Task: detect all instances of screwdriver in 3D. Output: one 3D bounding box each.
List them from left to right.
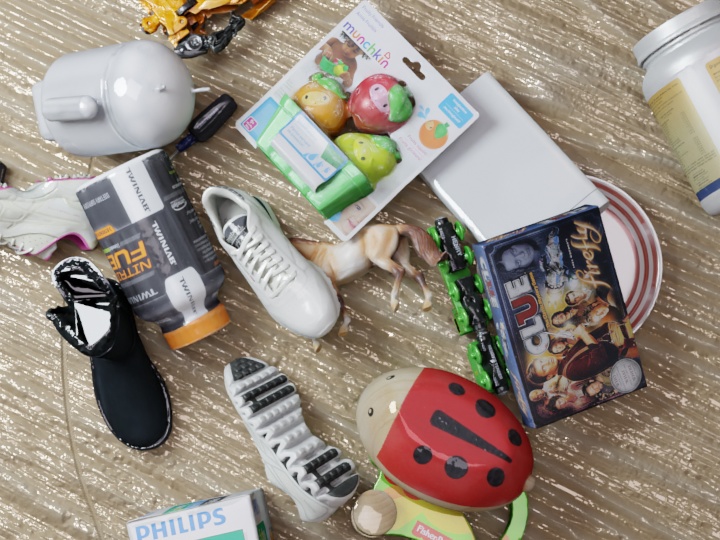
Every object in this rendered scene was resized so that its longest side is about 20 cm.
[{"bbox_3d":[-0.214,-0.123,1.543,0.200,0.028,0.029,-41,112,-7],"label":"screwdriver"}]

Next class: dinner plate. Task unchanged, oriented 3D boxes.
[{"bbox_3d":[0.225,-0.005,1.519,0.199,0.024,0.201,0,82,2],"label":"dinner plate"}]

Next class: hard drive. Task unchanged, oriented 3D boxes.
[{"bbox_3d":[0.152,-0.102,1.513,0.132,0.027,0.200,-39,72,-3],"label":"hard drive"}]

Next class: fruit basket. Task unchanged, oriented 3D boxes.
[{"bbox_3d":[-0.007,-0.162,1.500,0.200,0.094,0.185,-44,79,5],"label":"fruit basket"}]

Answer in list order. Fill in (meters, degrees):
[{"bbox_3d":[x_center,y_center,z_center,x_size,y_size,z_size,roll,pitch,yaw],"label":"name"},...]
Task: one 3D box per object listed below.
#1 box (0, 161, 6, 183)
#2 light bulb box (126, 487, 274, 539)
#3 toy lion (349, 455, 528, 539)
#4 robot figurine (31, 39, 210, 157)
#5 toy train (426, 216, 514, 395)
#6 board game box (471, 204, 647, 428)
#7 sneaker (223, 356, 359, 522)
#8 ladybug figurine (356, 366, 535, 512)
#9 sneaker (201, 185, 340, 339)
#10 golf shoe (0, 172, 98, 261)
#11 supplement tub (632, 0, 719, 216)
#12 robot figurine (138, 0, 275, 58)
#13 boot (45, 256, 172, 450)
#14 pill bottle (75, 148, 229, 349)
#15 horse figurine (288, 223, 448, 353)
[{"bbox_3d":[-0.501,-0.066,1.545,0.199,0.036,0.143,10,84,4],"label":"box"},{"bbox_3d":[-0.141,0.329,1.401,0.124,0.198,0.201,-13,84,-2],"label":"light bulb box"},{"bbox_3d":[0.091,0.218,1.481,0.200,0.069,0.192,29,77,5],"label":"toy lion"},{"bbox_3d":[-0.257,-0.181,1.486,0.200,0.169,0.113,-3,105,35],"label":"robot figurine"},{"bbox_3d":[0.116,0.039,1.500,0.042,0.056,0.201,-18,82,-13],"label":"toy train"},{"bbox_3d":[0.208,0.048,1.456,0.135,0.035,0.201,-19,99,-13],"label":"board game box"},{"bbox_3d":[-0.086,0.180,1.483,0.075,0.081,0.200,-19,62,-39],"label":"sneaker"},{"bbox_3d":[0.091,0.169,1.433,0.200,0.072,0.136,25,70,3],"label":"ladybug figurine"},{"bbox_3d":[-0.099,-0.008,1.474,0.076,0.080,0.200,-43,66,5],"label":"sneaker"},{"bbox_3d":[-0.370,-0.052,1.501,0.199,0.075,0.092,-8,95,-19],"label":"golf shoe"},{"bbox_3d":[0.385,-0.174,1.473,0.144,0.144,0.200,-25,83,-1],"label":"supplement tub"},{"bbox_3d":[-0.160,-0.322,1.554,0.200,0.058,0.145,-38,83,-4],"label":"robot figurine"},{"bbox_3d":[-0.260,0.091,1.450,0.076,0.168,0.201,-18,83,-1],"label":"boot"},{"bbox_3d":[-0.211,-0.019,1.484,0.106,0.106,0.200,-26,96,-1],"label":"pill bottle"},{"bbox_3d":[0.000,0.000,1.501,0.199,0.050,0.133,-22,63,13],"label":"horse figurine"}]
